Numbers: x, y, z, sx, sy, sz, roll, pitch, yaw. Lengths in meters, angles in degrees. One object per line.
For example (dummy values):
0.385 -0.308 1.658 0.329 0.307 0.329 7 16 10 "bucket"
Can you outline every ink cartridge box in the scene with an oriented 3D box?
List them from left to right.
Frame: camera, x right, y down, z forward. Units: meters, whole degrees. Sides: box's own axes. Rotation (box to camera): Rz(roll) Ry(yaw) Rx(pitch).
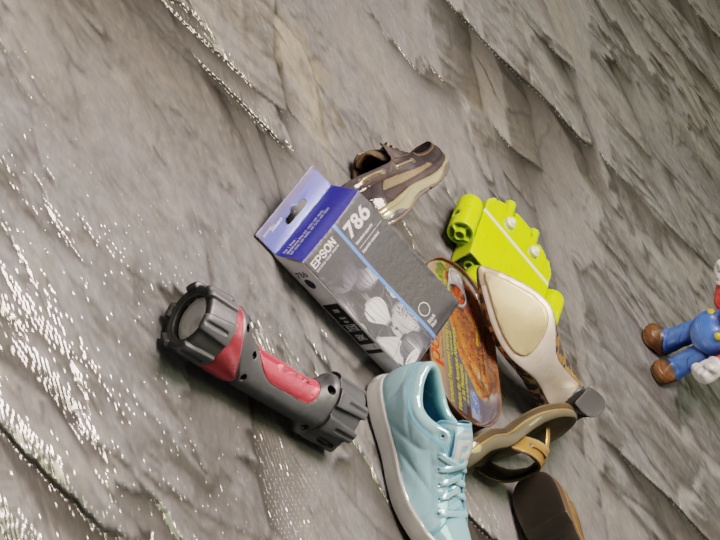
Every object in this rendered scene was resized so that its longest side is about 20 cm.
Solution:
0.000 0.000 1.493 0.200 0.039 0.099 46 63 -19 "ink cartridge box"

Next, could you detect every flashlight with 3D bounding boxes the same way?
-0.075 0.081 1.327 0.200 0.068 0.068 32 45 -35 "flashlight"

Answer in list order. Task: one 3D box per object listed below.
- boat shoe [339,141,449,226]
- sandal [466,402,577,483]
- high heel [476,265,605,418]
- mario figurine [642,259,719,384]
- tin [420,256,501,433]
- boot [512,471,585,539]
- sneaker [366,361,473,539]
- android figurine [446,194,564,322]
0.033 -0.100 1.629 0.073 0.074 0.200 55 30 -8 "boat shoe"
0.150 0.182 1.548 0.200 0.080 0.054 -13 63 -51 "sandal"
0.176 0.082 1.675 0.200 0.071 0.143 52 -9 1 "high heel"
0.440 0.062 1.947 0.123 0.200 0.106 60 30 1 "mario figurine"
0.091 0.077 1.597 0.112 0.042 0.200 37 37 -38 "tin"
0.209 0.299 1.551 0.075 0.074 0.200 38 34 -48 "boot"
0.070 0.176 1.437 0.074 0.082 0.200 1 63 -54 "sneaker"
0.163 -0.006 1.768 0.182 0.041 0.200 49 34 -16 "android figurine"
